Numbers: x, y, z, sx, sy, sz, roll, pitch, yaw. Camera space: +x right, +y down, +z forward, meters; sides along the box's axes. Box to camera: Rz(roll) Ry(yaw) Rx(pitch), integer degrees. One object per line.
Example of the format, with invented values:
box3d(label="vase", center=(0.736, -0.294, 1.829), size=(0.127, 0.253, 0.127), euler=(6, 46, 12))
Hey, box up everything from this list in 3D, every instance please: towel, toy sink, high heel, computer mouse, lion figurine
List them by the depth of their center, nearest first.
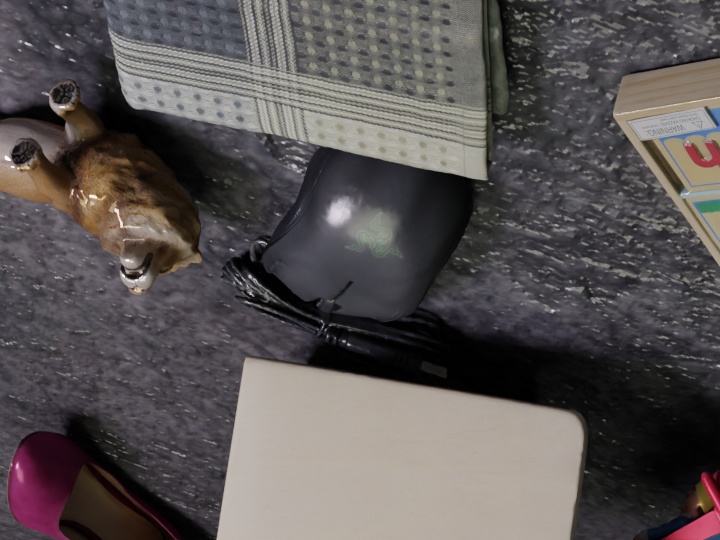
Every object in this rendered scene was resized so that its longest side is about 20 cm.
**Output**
box3d(label="towel", center=(-0.028, -0.125, 1.036), size=(0.198, 0.035, 0.193), euler=(14, 145, 14))
box3d(label="computer mouse", center=(0.000, 0.000, 1.186), size=(0.138, 0.053, 0.200), euler=(22, 149, -2))
box3d(label="lion figurine", center=(-0.180, -0.058, 1.193), size=(0.199, 0.073, 0.123), euler=(21, 165, 25))
box3d(label="toy sink", center=(0.034, 0.128, 1.264), size=(0.198, 0.132, 0.112), euler=(8, 178, 19))
box3d(label="high heel", center=(-0.165, 0.164, 1.515), size=(0.095, 0.068, 0.200), euler=(18, 165, 22))

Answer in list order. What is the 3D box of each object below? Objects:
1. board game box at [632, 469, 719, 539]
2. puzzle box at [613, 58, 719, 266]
box3d(label="board game box", center=(0.181, 0.144, 1.254), size=(0.199, 0.039, 0.158), euler=(-21, 163, -16))
box3d(label="puzzle box", center=(0.228, -0.051, 1.009), size=(0.199, 0.026, 0.133), euler=(-7, 141, 36))
